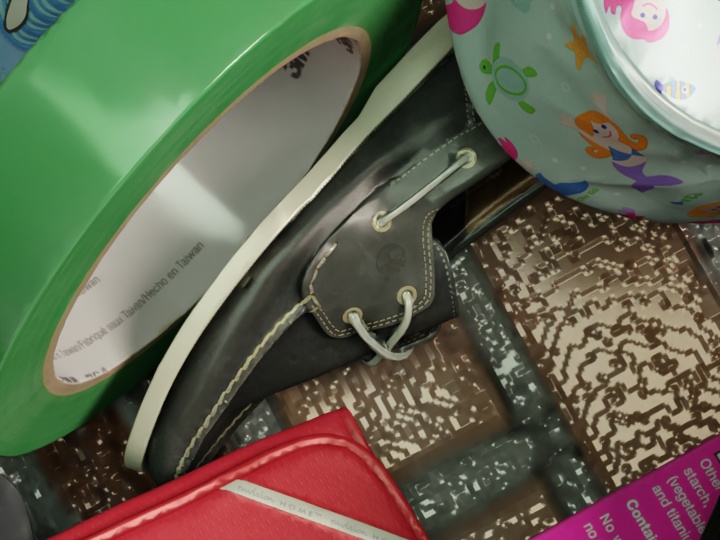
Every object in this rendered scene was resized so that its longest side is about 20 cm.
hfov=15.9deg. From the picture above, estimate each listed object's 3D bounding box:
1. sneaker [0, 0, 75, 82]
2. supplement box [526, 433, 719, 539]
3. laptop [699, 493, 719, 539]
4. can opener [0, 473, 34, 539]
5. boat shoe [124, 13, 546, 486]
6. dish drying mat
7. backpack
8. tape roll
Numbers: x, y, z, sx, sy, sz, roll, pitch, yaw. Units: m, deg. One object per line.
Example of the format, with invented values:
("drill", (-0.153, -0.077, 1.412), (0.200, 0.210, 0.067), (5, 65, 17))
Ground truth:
("sneaker", (-0.097, -0.109, 0.819), (0.090, 0.200, 0.078), (34, 48, -4))
("supplement box", (0.092, 0.122, 0.792), (0.199, 0.101, 0.104), (-26, 76, -14))
("laptop", (0.199, 0.075, 0.736), (0.177, 0.103, 0.201), (25, 100, 15))
("can opener", (-0.094, 0.135, 0.823), (0.200, 0.063, 0.079), (39, 58, 1))
("boat shoe", (0.000, 0.000, 0.856), (0.068, 0.072, 0.200), (41, 82, 11))
("dish drying mat", (-0.068, 0.110, 0.797), (0.200, 0.018, 0.077), (-23, 75, -29))
("backpack", (0.113, -0.119, 0.812), (0.177, 0.150, 0.201), (5, 77, -33))
("tape roll", (-0.063, -0.032, 0.801), (0.048, 0.200, 0.201), (42, 85, 10))
